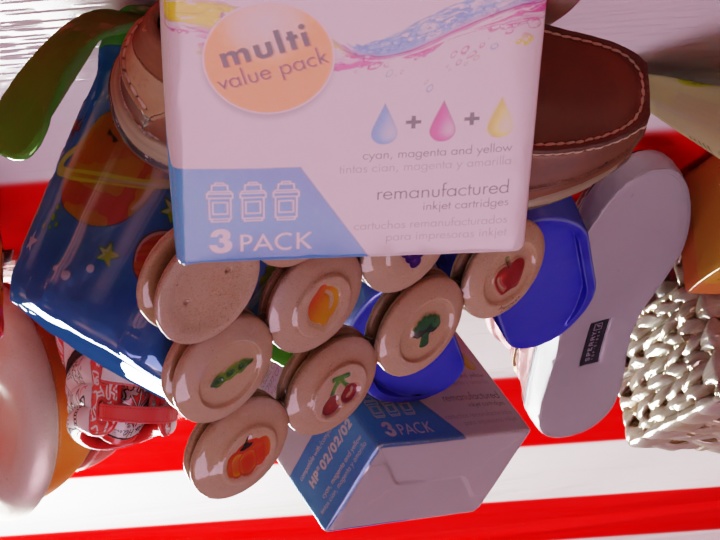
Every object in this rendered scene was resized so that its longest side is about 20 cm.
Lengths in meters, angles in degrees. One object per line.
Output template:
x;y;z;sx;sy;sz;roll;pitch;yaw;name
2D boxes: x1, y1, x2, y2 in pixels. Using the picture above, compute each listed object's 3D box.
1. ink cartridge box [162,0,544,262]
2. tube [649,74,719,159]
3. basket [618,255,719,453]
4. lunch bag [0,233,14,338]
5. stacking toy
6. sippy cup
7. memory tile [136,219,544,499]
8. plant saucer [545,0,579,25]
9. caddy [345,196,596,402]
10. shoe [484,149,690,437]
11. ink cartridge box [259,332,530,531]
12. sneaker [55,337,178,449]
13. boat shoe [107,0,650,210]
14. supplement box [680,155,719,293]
-0.004;-0.102;0.632;0.114;0.068;0.201;-3;130;-5;ink cartridge box
0.196;-0.053;0.927;0.200;0.052;0.058;31;152;48;tube
0.251;0.036;1.212;0.198;0.124;0.136;4;161;-19;basket
-0.285;0.006;1.091;0.198;0.083;0.176;-3;164;-3;lunch bag
-0.158;0.064;1.275;0.199;0.147;0.146;-10;171;-40;stacking toy
-0.076;-0.020;0.875;0.177;0.131;0.140;32;170;-10;sippy cup
0.000;0.000;0.862;0.199;0.017;0.154;-33;139;-24;memory tile
0.009;-0.125;0.771;0.199;0.051;0.201;-2;163;-1;plant saucer
0.035;-0.020;1.030;0.140;0.106;0.200;-24;156;0;caddy
0.117;-0.006;1.151;0.071;0.091;0.201;-9;137;-22;shoe
-0.013;0.043;1.148;0.115;0.200;0.068;-1;133;-42;ink cartridge box
-0.109;0.025;1.107;0.067;0.109;0.201;4;153;-27;sneaker
0.010;-0.066;0.753;0.198;0.076;0.074;0;158;-11;boat shoe
0.229;-0.046;1.043;0.068;0.067;0.200;2;163;-16;supplement box
